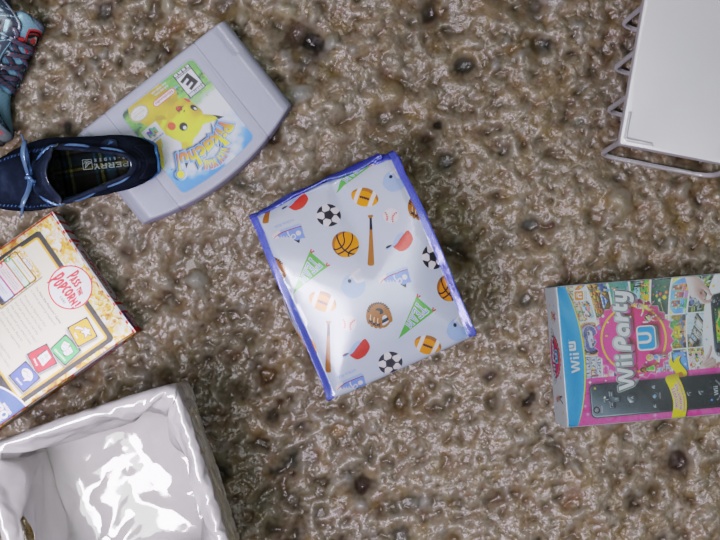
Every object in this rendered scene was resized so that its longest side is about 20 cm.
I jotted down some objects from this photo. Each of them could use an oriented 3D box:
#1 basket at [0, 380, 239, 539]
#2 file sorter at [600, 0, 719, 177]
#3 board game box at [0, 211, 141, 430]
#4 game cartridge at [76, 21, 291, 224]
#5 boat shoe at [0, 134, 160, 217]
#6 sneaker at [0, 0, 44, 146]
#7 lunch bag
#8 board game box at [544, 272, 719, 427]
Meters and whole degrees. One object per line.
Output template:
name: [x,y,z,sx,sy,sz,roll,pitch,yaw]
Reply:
basket: [-0.235,0.227,1.121,0.199,0.161,0.199,-18,90,-4]
file sorter: [0.334,-0.207,1.177,0.138,0.125,0.201,11,88,-2]
board game box: [-0.350,0.059,1.175,0.200,0.046,0.152,-34,90,-3]
game cartridge: [-0.177,-0.147,1.195,0.200,0.040,0.134,-39,95,-3]
boat shoe: [-0.302,-0.105,1.149,0.199,0.069,0.085,-15,97,16]
sneaker: [-0.367,-0.228,1.165,0.095,0.079,0.201,-11,90,-5]
lunch bag: [0.000,0.000,1.159,0.169,0.124,0.201,-25,98,-2]
board game box: [0.300,0.082,1.201,0.199,0.064,0.148,-5,89,-2]
